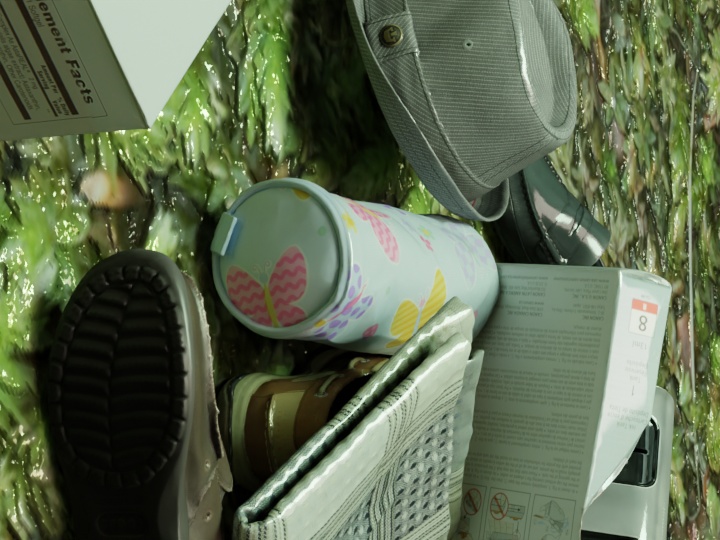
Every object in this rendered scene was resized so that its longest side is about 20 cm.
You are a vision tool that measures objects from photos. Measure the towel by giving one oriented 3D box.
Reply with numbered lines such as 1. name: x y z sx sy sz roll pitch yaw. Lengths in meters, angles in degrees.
1. towel: 0.003 0.134 1.144 0.200 0.034 0.193 -44 149 -38

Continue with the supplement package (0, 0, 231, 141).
1. supplement package: -0.156 -0.144 0.784 0.151 0.199 0.152 67 33 -33

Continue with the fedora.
1. fedora: 0.066 -0.131 1.290 0.177 0.090 0.201 39 33 -52

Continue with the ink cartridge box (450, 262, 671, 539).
1. ink cartridge box: 0.094 0.097 1.265 0.050 0.162 0.201 10 86 -37

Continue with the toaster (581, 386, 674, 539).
1. toaster: 0.125 0.182 1.364 0.200 0.118 0.182 83 14 -58

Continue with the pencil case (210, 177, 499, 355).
1. pencil case: 0.000 0.000 1.211 0.083 0.091 0.200 -56 156 12

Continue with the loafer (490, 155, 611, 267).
1. loafer: 0.134 -0.025 1.507 0.201 0.070 0.068 67 32 -34

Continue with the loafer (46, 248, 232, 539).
1. loafer: -0.098 0.086 1.035 0.071 0.073 0.201 -28 121 -67

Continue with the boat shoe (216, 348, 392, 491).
1. boat shoe: -0.004 0.083 1.210 0.200 0.073 0.076 -13 99 -63
